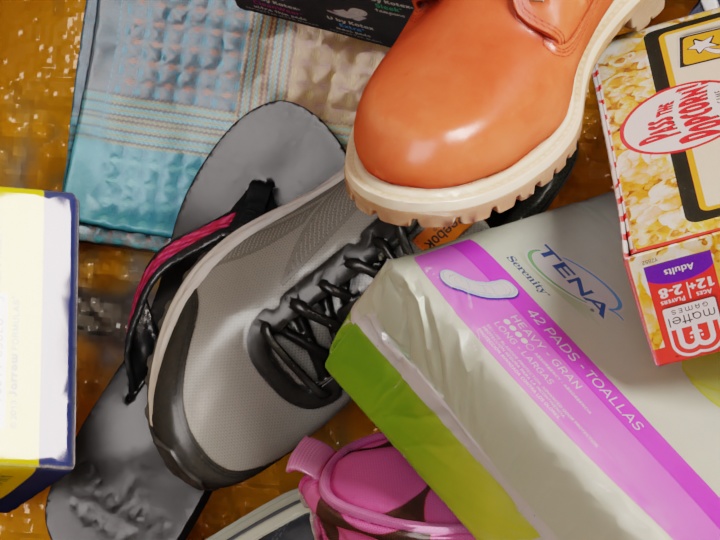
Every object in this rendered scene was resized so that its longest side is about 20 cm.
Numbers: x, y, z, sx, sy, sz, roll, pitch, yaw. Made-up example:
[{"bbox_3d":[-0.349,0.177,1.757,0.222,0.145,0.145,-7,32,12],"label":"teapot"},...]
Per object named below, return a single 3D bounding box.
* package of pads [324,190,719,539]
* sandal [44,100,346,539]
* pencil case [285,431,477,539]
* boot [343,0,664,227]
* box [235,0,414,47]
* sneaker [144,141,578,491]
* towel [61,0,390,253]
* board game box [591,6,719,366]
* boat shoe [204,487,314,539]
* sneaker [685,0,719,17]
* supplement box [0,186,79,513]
[{"bbox_3d":[0.108,0.061,0.865,0.200,0.154,0.068,48,132,25],"label":"package of pads"},{"bbox_3d":[-0.058,0.025,0.977,0.075,0.045,0.200,23,77,15],"label":"sandal"},{"bbox_3d":[0.017,0.155,0.931,0.093,0.091,0.201,7,113,10],"label":"pencil case"},{"bbox_3d":[0.049,-0.103,0.859,0.075,0.107,0.200,15,49,23],"label":"boot"},{"bbox_3d":[0.004,-0.177,0.923,0.106,0.200,0.123,16,72,15],"label":"box"},{"bbox_3d":[0.000,0.000,0.932,0.200,0.079,0.074,-46,108,-12],"label":"sneaker"},{"bbox_3d":[-0.021,-0.073,1.023,0.199,0.022,0.147,7,88,13],"label":"towel"},{"bbox_3d":[0.181,-0.051,0.851,0.199,0.152,0.046,-15,121,9],"label":"board game box"},{"bbox_3d":[-0.075,0.160,0.989,0.200,0.075,0.062,-33,59,4],"label":"boat shoe"},{"bbox_3d":[0.145,-0.128,0.964,0.108,0.070,0.201,-21,84,9],"label":"sneaker"},{"bbox_3d":[-0.215,0.027,0.963,0.199,0.109,0.110,4,75,-20],"label":"supplement box"}]
